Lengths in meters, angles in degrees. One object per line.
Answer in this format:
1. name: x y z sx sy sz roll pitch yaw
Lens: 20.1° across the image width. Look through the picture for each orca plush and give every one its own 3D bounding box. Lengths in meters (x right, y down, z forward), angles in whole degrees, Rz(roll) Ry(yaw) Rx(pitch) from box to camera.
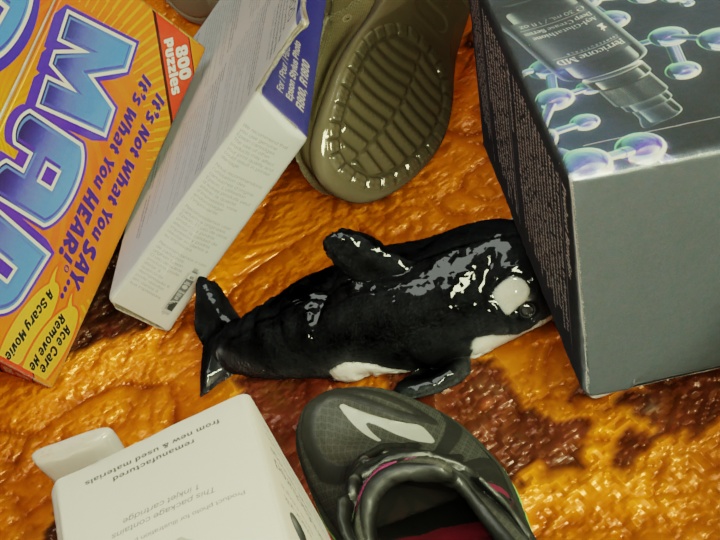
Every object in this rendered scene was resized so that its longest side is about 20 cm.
1. orca plush: 0.000 0.000 0.933 0.199 0.071 0.105 -1 43 35

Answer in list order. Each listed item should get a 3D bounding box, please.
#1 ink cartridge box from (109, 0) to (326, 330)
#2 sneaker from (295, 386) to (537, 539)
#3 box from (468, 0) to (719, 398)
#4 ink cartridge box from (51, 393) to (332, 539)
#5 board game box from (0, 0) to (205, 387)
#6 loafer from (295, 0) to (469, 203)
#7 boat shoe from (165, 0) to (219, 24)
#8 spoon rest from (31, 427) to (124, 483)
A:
1. ink cartridge box: -0.056 -0.100 1.043 0.200 0.040 0.200 -52 20 35
2. sneaker: 0.027 0.091 0.785 0.077 0.084 0.200 -34 34 -8
3. box: 0.137 -0.059 0.847 0.148 0.107 0.200 -12 35 -4
4. ink cartridge box: -0.028 0.163 0.678 0.083 0.147 0.200 -26 35 2
5. board game box: -0.246 -0.084 1.055 0.199 0.200 0.201 12 74 45
6. loafer: 0.009 -0.110 1.070 0.067 0.076 0.200 -20 35 43
7. boat shoe: -0.056 -0.187 1.202 0.060 0.074 0.200 -50 22 -20
8. spoon rest: -0.106 0.163 0.829 0.099 0.061 0.201 -19 49 18
